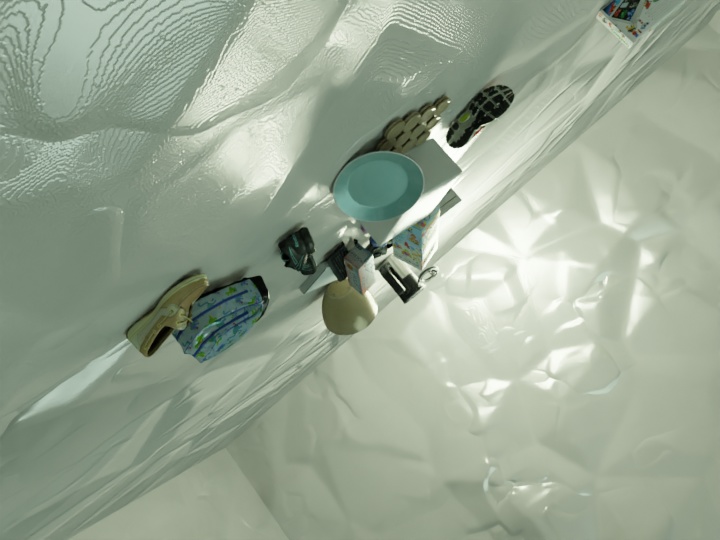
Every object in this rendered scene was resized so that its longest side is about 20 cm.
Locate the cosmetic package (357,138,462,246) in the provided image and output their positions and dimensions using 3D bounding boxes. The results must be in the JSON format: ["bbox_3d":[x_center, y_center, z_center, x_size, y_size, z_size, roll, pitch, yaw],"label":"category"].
[{"bbox_3d":[0.114,-0.194,1.363,0.200,0.123,0.200,-34,168,-35],"label":"cosmetic package"}]

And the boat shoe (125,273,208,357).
[{"bbox_3d":[-0.358,0.088,1.053,0.200,0.066,0.074,-42,169,11],"label":"boat shoe"}]

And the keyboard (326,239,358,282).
[{"bbox_3d":[-0.038,-0.038,1.650,0.127,0.021,0.200,-50,161,-9],"label":"keyboard"}]

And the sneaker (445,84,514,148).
[{"bbox_3d":[0.293,-0.386,1.366,0.200,0.077,0.085,-37,-178,26],"label":"sneaker"}]

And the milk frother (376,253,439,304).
[{"bbox_3d":[0.192,0.001,2.215,0.200,0.188,0.180,-41,170,4],"label":"milk frother"}]

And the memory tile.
[{"bbox_3d":[0.104,-0.298,1.191,0.200,0.017,0.153,-34,168,-32],"label":"memory tile"}]

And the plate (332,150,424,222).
[{"bbox_3d":[0.038,-0.182,1.178,0.199,0.026,0.201,-5,141,-4],"label":"plate"}]

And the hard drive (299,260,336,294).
[{"bbox_3d":[-0.090,0.001,1.709,0.132,0.027,0.200,-47,166,33],"label":"hard drive"}]

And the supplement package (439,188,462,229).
[{"bbox_3d":[0.218,-0.187,1.761,0.155,0.111,0.200,-37,169,-9],"label":"supplement package"}]

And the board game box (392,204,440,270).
[{"bbox_3d":[0.160,-0.111,1.584,0.103,0.104,0.200,-52,157,-24],"label":"board game box"}]

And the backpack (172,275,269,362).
[{"bbox_3d":[-0.304,0.106,1.171,0.199,0.154,0.163,-4,152,-50],"label":"backpack"}]

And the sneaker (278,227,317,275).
[{"bbox_3d":[-0.149,-0.038,1.286,0.079,0.076,0.200,-23,159,-11],"label":"sneaker"}]

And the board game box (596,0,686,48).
[{"bbox_3d":[0.744,-0.696,1.444,0.200,0.126,0.035,-39,169,-2],"label":"board game box"}]

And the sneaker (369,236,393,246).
[{"bbox_3d":[0.080,-0.121,1.705,0.089,0.079,0.200,-20,-174,29],"label":"sneaker"}]

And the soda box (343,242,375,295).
[{"bbox_3d":[0.000,0.000,1.679,0.068,0.063,0.200,-46,161,-15],"label":"soda box"}]

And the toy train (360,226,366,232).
[{"bbox_3d":[0.078,-0.160,1.549,0.199,0.056,0.150,-31,166,-37],"label":"toy train"}]

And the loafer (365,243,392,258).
[{"bbox_3d":[0.078,-0.084,1.775,0.200,0.063,0.072,-42,168,-31],"label":"loafer"}]

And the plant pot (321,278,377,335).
[{"bbox_3d":[-0.054,0.105,1.907,0.200,0.200,0.135,-36,134,-16],"label":"plant pot"}]
